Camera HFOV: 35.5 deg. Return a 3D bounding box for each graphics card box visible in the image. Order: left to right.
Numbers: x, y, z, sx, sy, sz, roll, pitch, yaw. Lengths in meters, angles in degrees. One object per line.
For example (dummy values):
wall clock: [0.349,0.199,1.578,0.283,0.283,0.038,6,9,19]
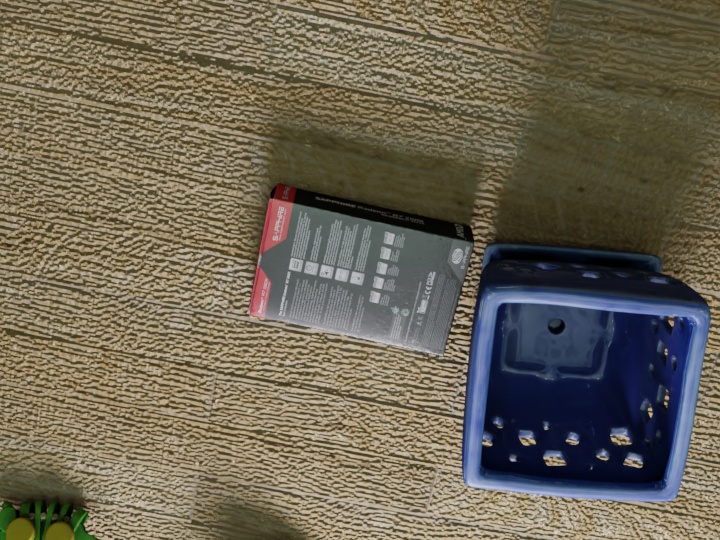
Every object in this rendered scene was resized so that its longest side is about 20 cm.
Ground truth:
graphics card box: [0.000,0.000,1.086,0.199,0.051,0.126,12,111,-2]

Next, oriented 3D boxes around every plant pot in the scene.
plant pot: [0.194,0.079,1.043,0.199,0.180,0.201,4,111,0]

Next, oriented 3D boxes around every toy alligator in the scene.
toy alligator: [-0.362,0.270,1.201,0.199,0.059,0.055,6,70,0]
